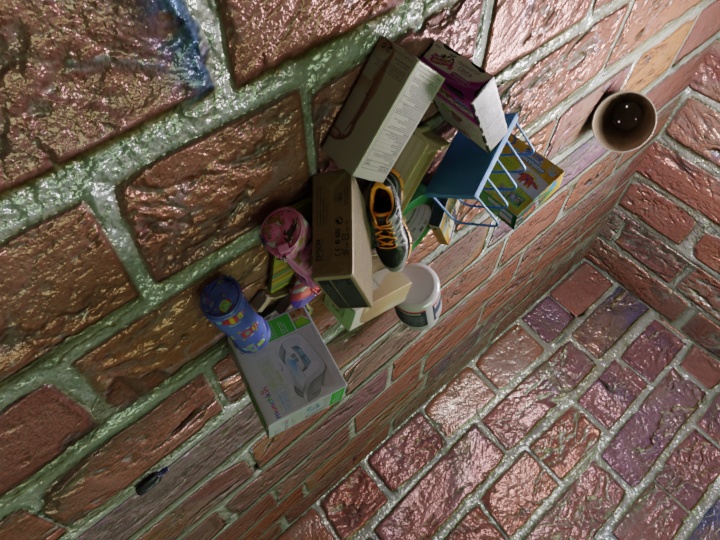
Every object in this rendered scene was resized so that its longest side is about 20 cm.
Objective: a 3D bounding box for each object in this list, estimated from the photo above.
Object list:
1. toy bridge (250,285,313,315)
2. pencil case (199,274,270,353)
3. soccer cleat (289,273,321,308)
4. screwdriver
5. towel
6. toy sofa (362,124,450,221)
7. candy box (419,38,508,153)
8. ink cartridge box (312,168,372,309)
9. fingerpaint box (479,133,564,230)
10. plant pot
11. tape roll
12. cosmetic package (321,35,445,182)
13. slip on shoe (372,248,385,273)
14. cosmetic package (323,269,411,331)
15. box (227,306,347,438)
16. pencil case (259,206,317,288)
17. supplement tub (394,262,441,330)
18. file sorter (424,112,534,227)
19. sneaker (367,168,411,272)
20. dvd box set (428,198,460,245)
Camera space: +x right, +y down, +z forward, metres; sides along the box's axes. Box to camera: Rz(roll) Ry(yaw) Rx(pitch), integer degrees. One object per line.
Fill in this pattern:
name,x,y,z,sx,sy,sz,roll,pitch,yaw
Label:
toy bridge,-0.151,0.066,1.103,0.067,0.027,0.200,-50,155,7
pencil case,-0.226,0.084,0.945,0.078,0.087,0.201,-43,156,-15
soccer cleat,-0.069,-0.001,1.051,0.201,0.076,0.067,-55,155,-1
screwdriver,-0.436,0.455,1.224,0.199,0.028,0.029,-34,124,-18
towel,-0.134,-0.046,0.983,0.086,0.018,0.202,-33,151,-39
toy sofa,0.086,-0.193,1.041,0.201,0.097,0.083,-61,169,26
candy box,0.192,-0.313,0.953,0.061,0.136,0.200,-47,156,6
ink cartridge box,-0.029,-0.050,0.929,0.074,0.203,0.165,-6,156,10
fingerpaint box,0.357,-0.226,1.263,0.167,0.200,0.074,-42,156,-9
plant pot,0.879,-0.502,1.727,0.200,0.186,0.189,-35,156,-55
tape roll,0.099,-0.108,1.214,0.199,0.048,0.202,-36,153,-21
cosmetic package,0.036,-0.256,0.851,0.103,0.087,0.201,-2,130,-57
slip on shoe,0.000,0.000,1.137,0.197,0.061,0.076,-10,148,-27
cosmetic package,0.019,0.054,1.263,0.199,0.105,0.072,-26,149,-39
box,-0.152,0.203,1.063,0.175,0.201,0.097,-22,155,-21
pencil case,-0.106,-0.034,0.925,0.087,0.083,0.200,-49,158,-5
supplement tub,0.160,0.080,1.475,0.140,0.140,0.201,-41,155,-9
file sorter,0.257,-0.206,1.096,0.122,0.138,0.202,39,74,-35
sneaker,0.049,-0.090,1.001,0.077,0.077,0.203,-46,129,-63
dvd box set,0.207,-0.152,1.241,0.200,0.029,0.148,33,72,-72
